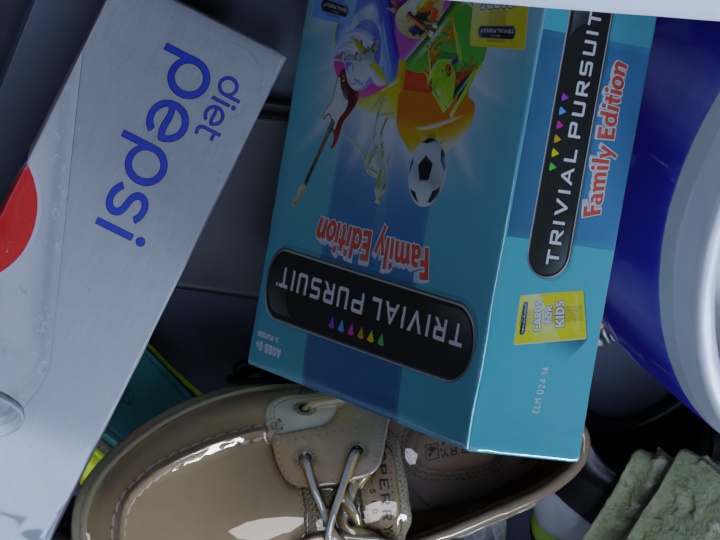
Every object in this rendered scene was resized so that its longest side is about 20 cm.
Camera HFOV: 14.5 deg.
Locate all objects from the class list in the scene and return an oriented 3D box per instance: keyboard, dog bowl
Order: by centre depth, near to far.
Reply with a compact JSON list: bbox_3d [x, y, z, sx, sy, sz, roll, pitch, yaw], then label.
[{"bbox_3d":[0.173,-0.032,0.960,0.199,0.079,0.201,-16,124,-26],"label":"dog bowl"},{"bbox_3d":[0.000,0.000,1.074,0.199,0.021,0.128,8,110,-7],"label":"keyboard"}]

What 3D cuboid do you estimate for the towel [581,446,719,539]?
[{"bbox_3d":[0.147,0.169,1.032,0.200,0.036,0.149,34,90,22],"label":"towel"}]

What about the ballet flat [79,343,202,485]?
[{"bbox_3d":[-0.063,0.088,1.073,0.200,0.067,0.067,45,149,-5],"label":"ballet flat"}]

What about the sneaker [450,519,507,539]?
[{"bbox_3d":[-0.001,0.161,1.115,0.074,0.088,0.200,27,112,-17],"label":"sneaker"}]

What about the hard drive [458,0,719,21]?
[{"bbox_3d":[0.042,-0.138,0.780,0.199,0.027,0.132,4,119,-7],"label":"hard drive"}]

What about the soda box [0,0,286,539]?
[{"bbox_3d":[-0.100,-0.001,0.996,0.068,0.063,0.201,27,89,-5],"label":"soda box"}]

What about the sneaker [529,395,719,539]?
[{"bbox_3d":[0.159,0.080,1.097,0.199,0.072,0.083,-5,116,-2],"label":"sneaker"}]

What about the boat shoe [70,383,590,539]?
[{"bbox_3d":[-0.008,0.074,1.011,0.199,0.064,0.072,-15,103,-32],"label":"boat shoe"}]

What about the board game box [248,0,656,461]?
[{"bbox_3d":[0.031,-0.051,0.939,0.047,0.151,0.201,8,95,-30],"label":"board game box"}]

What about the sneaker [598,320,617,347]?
[{"bbox_3d":[0.112,-0.020,1.031,0.199,0.078,0.076,0,116,-34],"label":"sneaker"}]
